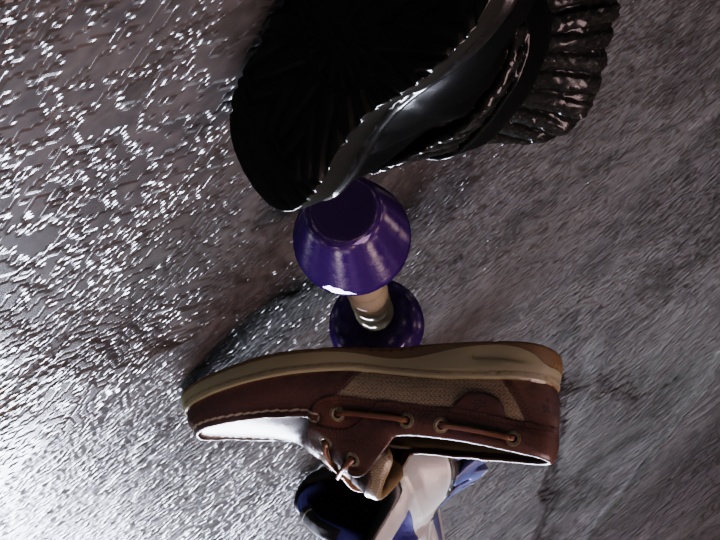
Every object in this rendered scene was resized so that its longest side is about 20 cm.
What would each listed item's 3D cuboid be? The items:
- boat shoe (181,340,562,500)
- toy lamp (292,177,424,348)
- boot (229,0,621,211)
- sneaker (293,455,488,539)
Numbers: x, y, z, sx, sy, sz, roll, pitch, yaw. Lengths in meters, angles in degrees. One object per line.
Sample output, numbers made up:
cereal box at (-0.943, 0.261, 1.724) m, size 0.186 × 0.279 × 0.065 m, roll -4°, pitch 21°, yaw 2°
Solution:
boat shoe at (0.005, 0.080, 1.182) m, size 0.199 × 0.072 × 0.072 m, roll -4°, pitch 164°, yaw 10°
toy lamp at (0.000, 0.000, 1.136) m, size 0.058 × 0.058 × 0.200 m, roll -36°, pitch 165°, yaw -7°
boot at (0.051, -0.106, 0.913) m, size 0.157 × 0.080 × 0.211 m, roll -17°, pitch 165°, yaw -34°
sneaker at (0.003, 0.161, 1.534) m, size 0.115 × 0.081 × 0.200 m, roll -22°, pitch 150°, yaw -32°
